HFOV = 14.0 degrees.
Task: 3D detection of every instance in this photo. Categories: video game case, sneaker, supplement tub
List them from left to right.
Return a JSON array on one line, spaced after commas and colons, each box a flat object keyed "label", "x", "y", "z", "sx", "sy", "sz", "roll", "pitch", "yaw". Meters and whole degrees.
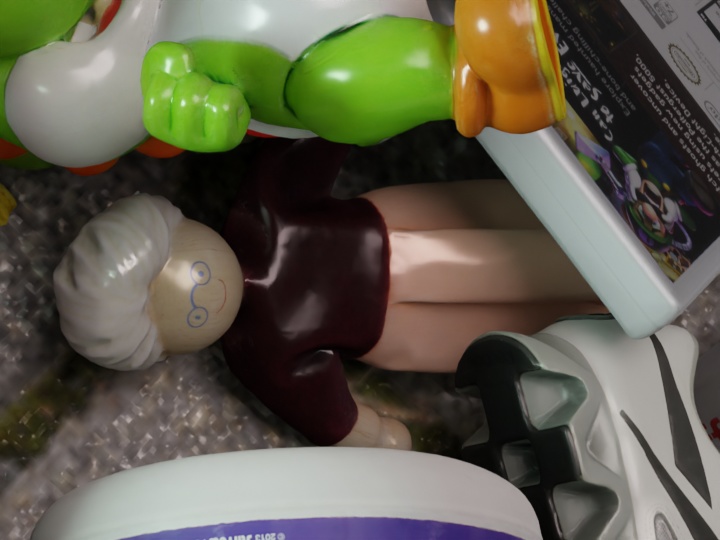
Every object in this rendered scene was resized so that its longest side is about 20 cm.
[{"label": "supplement tub", "x": -0.016, "y": 0.159, "z": 0.785, "sx": 0.145, "sy": 0.145, "sz": 0.200, "roll": 5, "pitch": 71, "yaw": -25}, {"label": "video game case", "x": 0.061, "y": -0.089, "z": 0.926, "sx": 0.200, "sy": 0.023, "sz": 0.182, "roll": 53, "pitch": 30, "yaw": 0}, {"label": "sneaker", "x": 0.095, "y": 0.109, "z": 0.888, "sx": 0.088, "sy": 0.074, "sz": 0.200, "roll": -11, "pitch": 93, "yaw": -35}]

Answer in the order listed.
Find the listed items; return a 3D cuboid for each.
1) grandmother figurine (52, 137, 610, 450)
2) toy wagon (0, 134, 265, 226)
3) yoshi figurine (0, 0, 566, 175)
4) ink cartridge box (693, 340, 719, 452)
[{"label": "grandmother figurine", "x": 0.000, "y": 0.000, "z": 0.892, "sx": 0.200, "sy": 0.061, "sz": 0.121, "roll": -3, "pitch": 84, "yaw": -29}, {"label": "toy wagon", "x": -0.066, "y": -0.097, "z": 0.910, "sx": 0.155, "sy": 0.040, "sz": 0.200, "roll": 40, "pitch": 60, "yaw": -9}, {"label": "yoshi figurine", "x": -0.048, "y": -0.081, "z": 0.803, "sx": 0.200, "sy": 0.112, "sz": 0.112, "roll": -7, "pitch": 96, "yaw": 14}, {"label": "ink cartridge box", "x": 0.198, "y": 0.088, "z": 0.916, "sx": 0.084, "sy": 0.144, "sz": 0.200, "roll": -33, "pitch": 89, "yaw": -31}]
